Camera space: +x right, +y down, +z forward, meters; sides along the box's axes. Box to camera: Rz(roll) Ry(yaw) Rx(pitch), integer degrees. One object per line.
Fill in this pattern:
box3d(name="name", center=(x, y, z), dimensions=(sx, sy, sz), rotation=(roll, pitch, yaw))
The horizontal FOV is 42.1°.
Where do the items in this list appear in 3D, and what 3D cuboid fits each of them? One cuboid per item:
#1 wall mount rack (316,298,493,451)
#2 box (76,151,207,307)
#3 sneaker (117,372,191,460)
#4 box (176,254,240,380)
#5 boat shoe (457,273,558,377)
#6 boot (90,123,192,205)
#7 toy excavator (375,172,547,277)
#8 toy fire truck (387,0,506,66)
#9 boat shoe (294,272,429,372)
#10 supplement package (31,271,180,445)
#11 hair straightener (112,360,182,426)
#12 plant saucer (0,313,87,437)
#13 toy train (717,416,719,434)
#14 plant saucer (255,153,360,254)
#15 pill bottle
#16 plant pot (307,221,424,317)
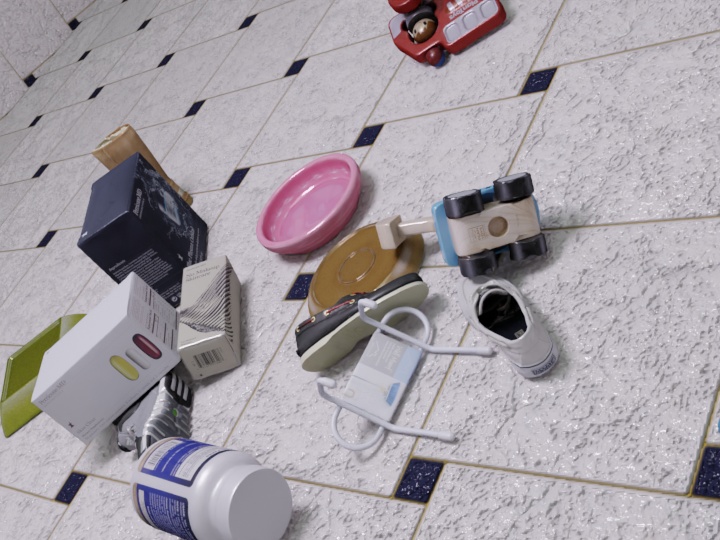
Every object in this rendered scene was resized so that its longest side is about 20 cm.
box3d(name="wall mount rack", center=(0.051, 0.123, 1.093), dimensions=(0.172, 0.075, 0.201), rotation=(22, 63, 13))
box3d(name="box", center=(-0.373, -0.062, 1.629), dimensions=(0.117, 0.200, 0.198), rotation=(-31, 35, 15))
box3d(name="sneaker", center=(-0.303, 0.243, 1.331), dimensions=(0.115, 0.075, 0.201), rotation=(-36, 23, 18))
box3d(name="box", center=(-0.230, 0.068, 1.434), dimensions=(0.081, 0.069, 0.201), rotation=(-18, 37, 5))
box3d(name="boat shoe", center=(0.155, 0.046, 1.069), dimensions=(0.072, 0.066, 0.200), rotation=(-35, 32, 6))
box3d(name="boot", center=(-0.453, -0.169, 1.836), dimensions=(0.174, 0.200, 0.066), rotation=(-33, 33, 13))
box3d(name="toy excavator", center=(0.124, -0.057, 1.193), dimensions=(0.192, 0.101, 0.200), rotation=(-17, 10, -2))
box3d(name="toy fire truck", center=(0.144, -0.443, 1.630), dimensions=(0.199, 0.112, 0.169), rotation=(-30, 53, 20))
box3d(name="boat shoe", center=(-0.003, 0.056, 1.211), dimensions=(0.200, 0.074, 0.064), rotation=(-33, 55, 19))
box3d(name="supplement package", center=(-0.381, 0.130, 1.419), dimensions=(0.200, 0.111, 0.156), rotation=(-42, 24, 8))
box3d(name="hair straightener", center=(-0.315, 0.167, 1.461), dimensions=(0.200, 0.041, 0.077), rotation=(-45, 33, -12))
box3d(name="plant saucer", center=(-0.588, 0.176, 1.718), dimensions=(0.199, 0.048, 0.200), rotation=(-36, 33, 9))
box3d(name="toy train", center=(0.387, 0.117, 0.741), dimensions=(0.199, 0.085, 0.116), rotation=(-32, 20, 15))
box3d(name="plant saucer", center=(-0.076, -0.100, 1.499), dimensions=(0.199, 0.051, 0.202), rotation=(-27, 36, 21))
box3d(name="pill bottle", center=(-0.179, 0.269, 1.117), dimensions=(0.199, 0.116, 0.116), rotation=(1, 51, 47))
box3d(name="plant pot", center=(0.000, 0.000, 1.325), dimensions=(0.199, 0.028, 0.201), rotation=(-27, 36, 22))
